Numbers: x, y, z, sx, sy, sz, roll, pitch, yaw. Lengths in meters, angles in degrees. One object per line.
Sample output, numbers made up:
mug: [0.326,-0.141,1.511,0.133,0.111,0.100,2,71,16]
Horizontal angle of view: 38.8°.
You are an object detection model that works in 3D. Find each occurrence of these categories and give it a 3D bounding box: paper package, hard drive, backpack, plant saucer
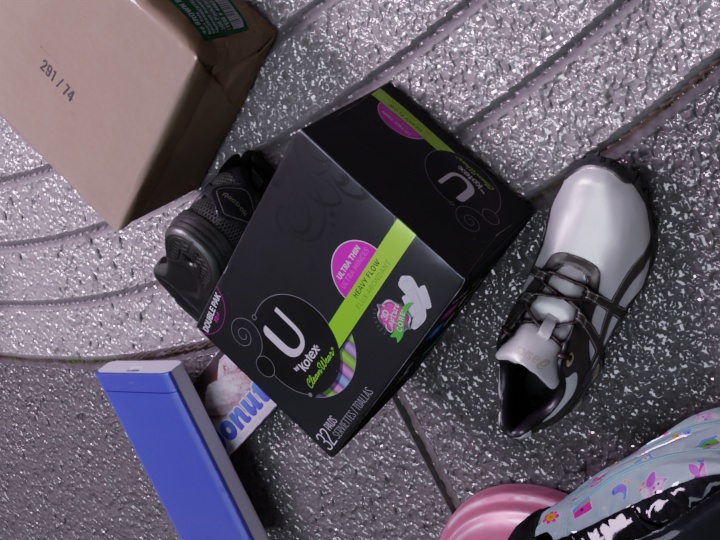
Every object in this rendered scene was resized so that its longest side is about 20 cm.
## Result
paper package: [-0.194,-0.170,0.796,0.200,0.103,0.192,43,129,10]
hard drive: [-0.168,0.179,0.968,0.130,0.025,0.203,-5,114,47]
backpack: [0.211,0.180,0.665,0.167,0.127,0.199,46,118,-7]
plant saucer: [0.144,0.270,0.812,0.197,0.051,0.204,15,120,28]

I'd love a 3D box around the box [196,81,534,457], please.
box: [0.000,0.000,0.734,0.148,0.124,0.201,41,129,10]

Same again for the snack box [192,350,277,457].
snack box: [-0.098,0.095,0.906,0.072,0.024,0.200,47,129,6]

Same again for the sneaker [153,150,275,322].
sneaker: [-0.110,-0.023,0.836,0.076,0.114,0.200,41,156,3]

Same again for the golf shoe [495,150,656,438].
golf shoe: [0.137,0.026,0.674,0.077,0.094,0.204,21,121,25]
